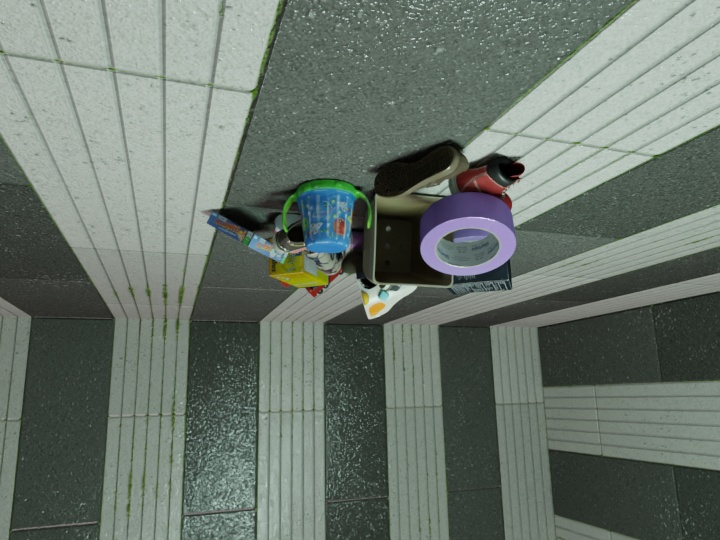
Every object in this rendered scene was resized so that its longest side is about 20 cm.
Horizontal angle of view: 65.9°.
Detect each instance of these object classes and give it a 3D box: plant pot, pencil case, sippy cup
[{"bbox_3d":[0.095,-0.063,1.318,0.195,0.205,0.177,3,176,-18],"label":"plant pot"},{"bbox_3d":[-0.106,-0.056,1.521,0.076,0.092,0.200,5,165,15],"label":"pencil case"},{"bbox_3d":[-0.073,-0.110,1.202,0.175,0.134,0.138,-11,164,39],"label":"sippy cup"}]

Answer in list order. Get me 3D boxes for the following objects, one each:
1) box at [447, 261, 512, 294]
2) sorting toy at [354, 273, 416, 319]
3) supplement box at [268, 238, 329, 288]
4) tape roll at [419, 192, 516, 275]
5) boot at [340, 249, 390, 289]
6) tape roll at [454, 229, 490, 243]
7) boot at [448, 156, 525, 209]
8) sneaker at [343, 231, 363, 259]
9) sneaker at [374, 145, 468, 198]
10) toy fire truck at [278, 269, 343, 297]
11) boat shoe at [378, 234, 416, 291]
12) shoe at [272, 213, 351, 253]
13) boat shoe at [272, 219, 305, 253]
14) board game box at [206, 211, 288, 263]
[{"bbox_3d":[0.368,-0.004,1.735,0.194,0.126,0.200,-4,169,17],"label":"box"},{"bbox_3d":[0.077,0.019,1.700,0.176,0.204,0.107,-17,166,1],"label":"sorting toy"},{"bbox_3d":[-0.176,-0.023,1.626,0.107,0.112,0.200,-6,166,19],"label":"supplement box"},{"bbox_3d":[0.222,-0.072,1.161,0.195,0.067,0.202,1,146,1],"label":"tape roll"},{"bbox_3d":[0.000,0.000,1.473,0.075,0.098,0.198,44,145,-24],"label":"boot"},{"bbox_3d":[0.276,-0.098,1.401,0.195,0.087,0.200,-1,168,0],"label":"tape roll"},{"bbox_3d":[0.293,-0.168,1.137,0.142,0.074,0.198,-15,158,42],"label":"boot"},{"bbox_3d":[0.006,-0.057,1.586,0.111,0.075,0.201,-3,168,-7],"label":"sneaker"},{"bbox_3d":[0.117,-0.177,1.068,0.197,0.072,0.075,-12,165,41],"label":"sneaker"},{"bbox_3d":[-0.154,0.004,1.760,0.199,0.141,0.049,-42,149,1],"label":"toy fire truck"},{"bbox_3d":[0.122,-0.030,1.474,0.065,0.202,0.074,21,-169,-28],"label":"boat shoe"},{"bbox_3d":[-0.124,-0.089,1.400,0.195,0.073,0.091,7,153,-12],"label":"shoe"},{"bbox_3d":[-0.112,-0.094,1.296,0.198,0.073,0.059,-23,-178,-39],"label":"boat shoe"},{"bbox_3d":[-0.277,-0.079,1.388,0.134,0.035,0.200,28,178,19],"label":"board game box"}]
